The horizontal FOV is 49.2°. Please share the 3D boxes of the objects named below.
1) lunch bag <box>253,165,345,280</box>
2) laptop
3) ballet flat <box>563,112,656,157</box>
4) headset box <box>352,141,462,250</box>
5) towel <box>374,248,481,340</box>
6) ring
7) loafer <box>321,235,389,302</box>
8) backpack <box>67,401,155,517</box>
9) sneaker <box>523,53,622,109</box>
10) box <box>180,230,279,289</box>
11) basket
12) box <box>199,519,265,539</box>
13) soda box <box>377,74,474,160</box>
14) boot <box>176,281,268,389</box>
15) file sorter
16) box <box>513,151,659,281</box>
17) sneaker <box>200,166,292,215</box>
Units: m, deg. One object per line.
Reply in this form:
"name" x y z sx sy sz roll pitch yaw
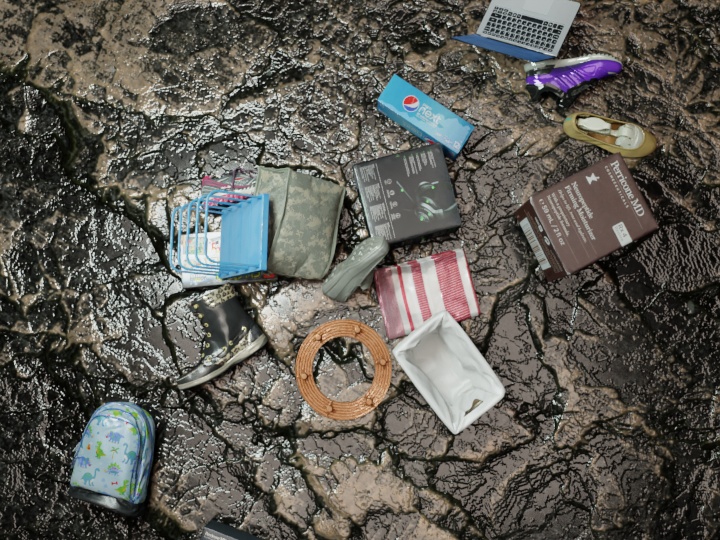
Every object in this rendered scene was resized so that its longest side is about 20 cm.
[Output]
"lunch bag" -0.130 -0.085 1.532 0.116 0.163 0.204 9 88 43
"laptop" 0.312 -0.499 1.574 0.185 0.116 0.202 24 84 25
"ballet flat" 0.514 -0.278 1.605 0.196 0.063 0.070 12 85 2
"headset box" 0.098 -0.146 1.582 0.197 0.093 0.177 -15 84 -1
"towel" 0.134 0.046 1.598 0.197 0.023 0.147 -14 85 -1
"ring" -0.034 0.200 1.587 0.196 0.019 0.204 0 83 1
"loafer" 0.000 0.000 1.538 0.069 0.200 0.071 35 48 -16
"backpack" -0.476 0.356 1.527 0.160 0.154 0.203 15 72 9
"sneaker" 0.438 -0.384 1.618 0.196 0.070 0.101 -4 89 6
"box" -0.267 -0.026 1.604 0.196 0.035 0.112 -5 84 0
"basket" 0.166 0.192 1.525 0.135 0.123 0.201 -37 90 -2
"box" -0.229 0.591 1.522 0.197 0.079 0.143 19 82 3
"soda box" 0.132 -0.313 1.613 0.199 0.064 0.068 34 85 4
"boot" -0.300 0.130 1.558 0.198 0.073 0.152 -30 96 -6
"file sorter" -0.268 -0.065 1.473 0.121 0.199 0.142 5 82 -32
"box" 0.433 -0.099 1.537 0.198 0.164 0.168 -27 84 -2
"sneaker" -0.229 -0.177 1.597 0.197 0.081 0.076 -14 78 -2
